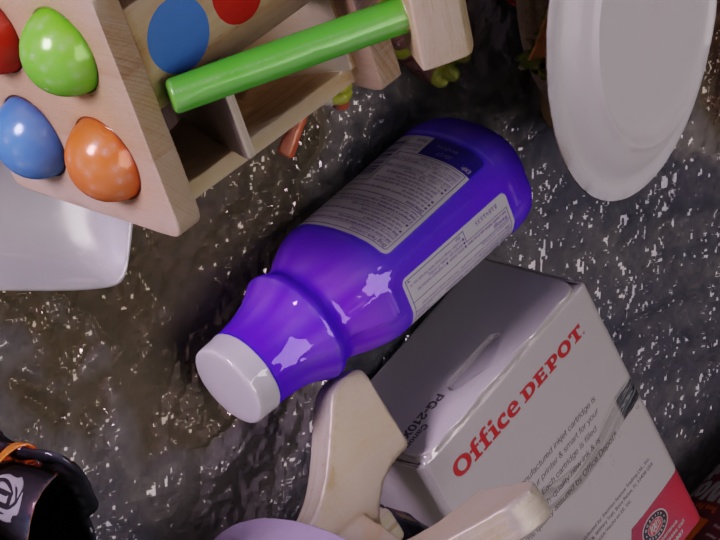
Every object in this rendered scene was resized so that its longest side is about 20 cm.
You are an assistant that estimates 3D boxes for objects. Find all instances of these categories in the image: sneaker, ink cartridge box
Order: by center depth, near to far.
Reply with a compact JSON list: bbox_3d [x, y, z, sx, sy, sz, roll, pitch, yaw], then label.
[{"bbox_3d":[-0.188,0.078,1.119,0.200,0.112,0.078,37,76,-41],"label":"sneaker"},{"bbox_3d":[0.090,0.114,1.399,0.145,0.084,0.200,-48,129,-23],"label":"ink cartridge box"}]

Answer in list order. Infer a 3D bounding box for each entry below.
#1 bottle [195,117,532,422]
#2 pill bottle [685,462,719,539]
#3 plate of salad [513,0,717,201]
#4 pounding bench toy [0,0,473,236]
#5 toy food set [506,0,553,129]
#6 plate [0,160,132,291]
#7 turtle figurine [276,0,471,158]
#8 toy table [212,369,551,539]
[{"bbox_3d":[0.000,0.000,1.289,0.200,0.083,0.065,-42,126,-28],"label":"bottle"},{"bbox_3d":[0.234,0.186,1.532,0.200,0.109,0.110,-43,126,-26],"label":"pill bottle"},{"bbox_3d":[0.135,-0.136,1.293,0.200,0.048,0.201,-24,119,-55],"label":"plate of salad"},{"bbox_3d":[-0.068,-0.101,1.075,0.156,0.200,0.125,-39,126,-29],"label":"pounding bench toy"},{"bbox_3d":[0.128,-0.183,1.362,0.200,0.048,0.199,37,68,-57],"label":"toy food set"},{"bbox_3d":[-0.185,-0.088,1.133,0.199,0.032,0.201,-3,104,-41],"label":"plate"},{"bbox_3d":[-0.003,-0.142,1.260,0.161,0.064,0.201,18,74,-53],"label":"turtle figurine"},{"bbox_3d":[0.007,0.157,1.263,0.117,0.200,0.184,-39,113,-32],"label":"toy table"}]
